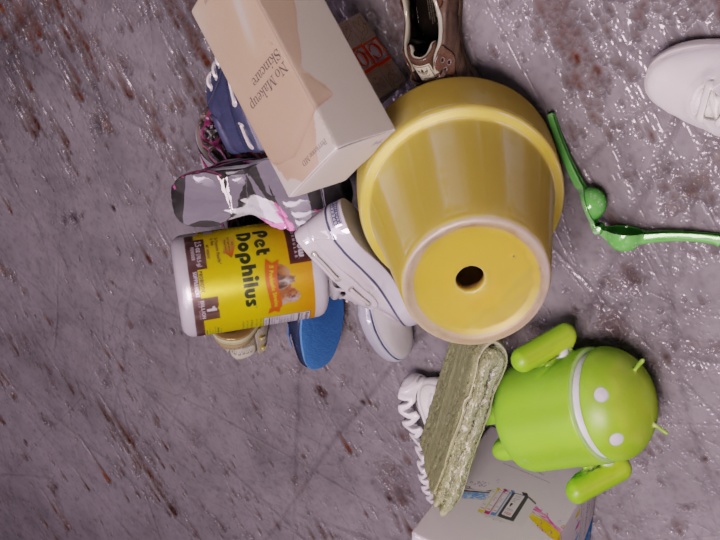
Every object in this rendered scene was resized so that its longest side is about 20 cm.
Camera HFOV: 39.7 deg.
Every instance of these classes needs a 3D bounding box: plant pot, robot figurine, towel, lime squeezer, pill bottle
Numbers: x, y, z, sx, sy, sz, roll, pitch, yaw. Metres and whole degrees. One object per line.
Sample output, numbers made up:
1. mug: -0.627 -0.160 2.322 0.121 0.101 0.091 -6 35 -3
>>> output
1. plant pot: 0.094 -0.043 0.903 0.196 0.190 0.204 0 124 0
2. robot figurine: 0.219 0.144 1.032 0.198 0.115 0.179 -17 98 43
3. towel: 0.108 0.148 1.080 0.036 0.149 0.204 12 104 -8
4. lime squeezer: 0.238 -0.062 0.938 0.199 0.038 0.071 39 135 12
5. pill bottle: -0.103 0.004 1.086 0.109 0.196 0.112 171 90 -79

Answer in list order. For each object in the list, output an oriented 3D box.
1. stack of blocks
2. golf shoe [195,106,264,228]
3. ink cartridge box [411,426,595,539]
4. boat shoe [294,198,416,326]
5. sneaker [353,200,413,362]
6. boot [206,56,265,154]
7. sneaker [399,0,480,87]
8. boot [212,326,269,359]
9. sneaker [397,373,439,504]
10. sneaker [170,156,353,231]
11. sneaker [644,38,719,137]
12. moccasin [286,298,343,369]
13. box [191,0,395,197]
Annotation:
1. stack of blocks: -0.055 -0.188 1.071 0.116 0.058 0.199 53 136 -3
2. golf shoe: -0.141 -0.093 1.180 0.092 0.071 0.204 147 106 -72
3. ink cartridge box: 0.163 0.312 1.127 0.142 0.200 0.150 18 128 28
4. boat shoe: 0.000 0.000 1.023 0.064 0.075 0.200 -23 136 16
5. sneaker: 0.038 0.016 1.123 0.070 0.073 0.204 8 122 38
6. boot: -0.130 -0.211 1.021 0.089 0.073 0.204 0 118 32
7. sneaker: 0.069 -0.194 0.957 0.069 0.075 0.204 2 118 37
8. boot: -0.144 0.058 1.219 0.070 0.202 0.157 8 131 -3
9. sneaker: 0.109 0.218 1.205 0.080 0.075 0.203 -7 114 31
10. sneaker: -0.101 -0.096 1.074 0.195 0.087 0.082 4 114 14
11. sneaker: 0.316 -0.124 0.799 0.197 0.088 0.076 25 132 24
12. moccasin: -0.064 0.016 1.213 0.068 0.079 0.205 15 111 46
13. box: -0.062 -0.180 0.895 0.095 0.077 0.203 -39 76 48
